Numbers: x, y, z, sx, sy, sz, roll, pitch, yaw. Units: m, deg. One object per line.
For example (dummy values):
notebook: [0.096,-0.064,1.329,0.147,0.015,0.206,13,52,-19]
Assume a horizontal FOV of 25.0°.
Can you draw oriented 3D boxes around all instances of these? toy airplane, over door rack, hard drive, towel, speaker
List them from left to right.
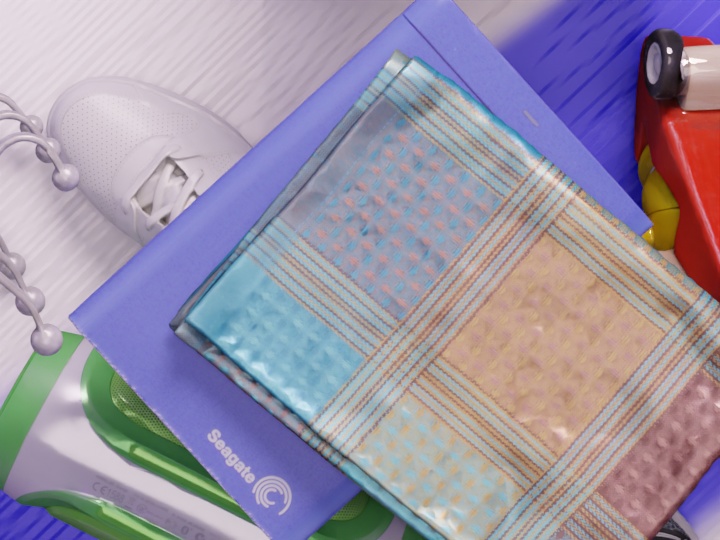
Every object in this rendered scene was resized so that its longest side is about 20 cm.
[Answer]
over door rack: [-0.180,0.027,0.708,0.067,0.148,0.200,26,94,-21]
speaker: [-0.071,0.104,0.752,0.200,0.088,0.088,28,92,-4]
hard drive: [0.000,0.000,0.662,0.200,0.025,0.132,-42,92,0]
towel: [0.046,0.028,0.631,0.200,0.022,0.147,39,91,3]
toy airplane: [0.163,0.004,0.728,0.200,0.141,0.199,37,61,13]

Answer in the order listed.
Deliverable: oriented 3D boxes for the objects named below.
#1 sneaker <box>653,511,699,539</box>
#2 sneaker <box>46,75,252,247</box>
sneaker: [0.089,0.116,0.757,0.200,0.075,0.081,37,91,-17]
sneaker: [-0.062,-0.020,0.731,0.200,0.116,0.074,38,93,-3]
